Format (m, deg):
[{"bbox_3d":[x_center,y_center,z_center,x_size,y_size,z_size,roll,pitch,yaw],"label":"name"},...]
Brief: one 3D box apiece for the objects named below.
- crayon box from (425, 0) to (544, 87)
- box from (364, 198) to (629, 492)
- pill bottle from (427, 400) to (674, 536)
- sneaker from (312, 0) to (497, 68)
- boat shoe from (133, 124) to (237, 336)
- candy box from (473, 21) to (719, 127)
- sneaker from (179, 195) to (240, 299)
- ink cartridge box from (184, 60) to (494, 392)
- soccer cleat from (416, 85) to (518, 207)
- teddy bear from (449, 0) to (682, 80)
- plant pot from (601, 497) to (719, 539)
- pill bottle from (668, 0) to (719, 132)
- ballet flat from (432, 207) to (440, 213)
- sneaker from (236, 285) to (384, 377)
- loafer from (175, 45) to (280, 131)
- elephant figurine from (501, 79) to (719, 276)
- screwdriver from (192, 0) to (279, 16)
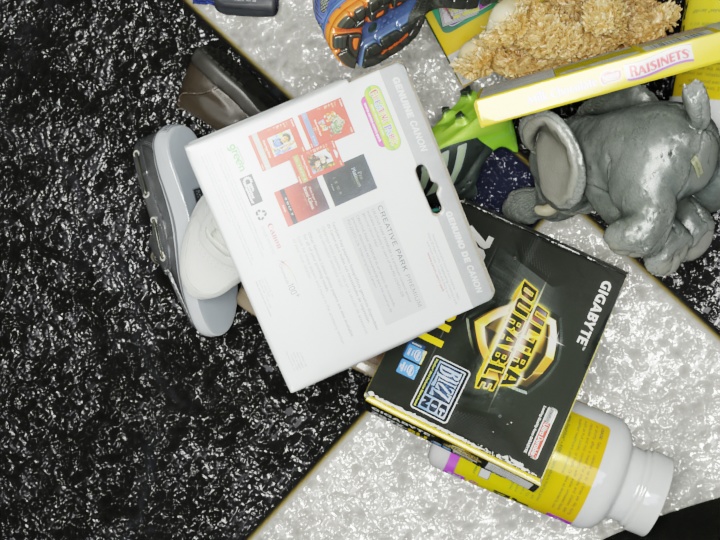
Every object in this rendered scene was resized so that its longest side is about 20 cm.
[{"bbox_3d":[0.093,-0.263,0.897,0.118,0.200,0.058,-29,47,9],"label":"crayon box"},{"bbox_3d":[0.114,0.060,0.905,0.159,0.049,0.201,25,71,10],"label":"box"},{"bbox_3d":[0.167,0.161,0.948,0.199,0.104,0.105,22,96,8],"label":"pill bottle"},{"bbox_3d":[0.047,-0.234,0.817,0.199,0.076,0.079,-29,54,-14],"label":"sneaker"},{"bbox_3d":[-0.172,-0.034,1.014,0.066,0.070,0.201,-10,98,32],"label":"boat shoe"},{"bbox_3d":[0.187,-0.150,0.819,0.199,0.102,0.027,-14,99,13],"label":"candy box"},{"bbox_3d":[-0.104,-0.056,0.918,0.075,0.100,0.200,34,109,0],"label":"sneaker"},{"bbox_3d":[-0.016,-0.037,0.829,0.175,0.084,0.201,-23,100,-4],"label":"ink cartridge box"},{"bbox_3d":[0.056,-0.081,0.951,0.200,0.068,0.081,-36,121,-7],"label":"soccer cleat"},{"bbox_3d":[0.173,-0.186,0.894,0.145,0.199,0.067,-37,64,42],"label":"teddy bear"},{"bbox_3d":[0.286,0.305,0.902,0.176,0.199,0.201,-8,92,20],"label":"plant pot"},{"bbox_3d":[0.320,-0.171,0.901,0.111,0.111,0.201,9,98,8],"label":"pill bottle"},{"bbox_3d":[0.000,0.000,0.950,0.199,0.068,0.069,-17,83,-17],"label":"ballet flat"},{"bbox_3d":[-0.015,0.041,0.988,0.199,0.070,0.076,26,91,5],"label":"sneaker"},{"bbox_3d":[-0.091,-0.118,0.997,0.200,0.073,0.071,45,111,5],"label":"loafer"},{"bbox_3d":[0.189,-0.089,0.874,0.200,0.141,0.156,34,100,41],"label":"elephant figurine"},{"bbox_3d":[-0.174,-0.258,1.020,0.199,0.028,0.029,4,123,10],"label":"screwdriver"}]
